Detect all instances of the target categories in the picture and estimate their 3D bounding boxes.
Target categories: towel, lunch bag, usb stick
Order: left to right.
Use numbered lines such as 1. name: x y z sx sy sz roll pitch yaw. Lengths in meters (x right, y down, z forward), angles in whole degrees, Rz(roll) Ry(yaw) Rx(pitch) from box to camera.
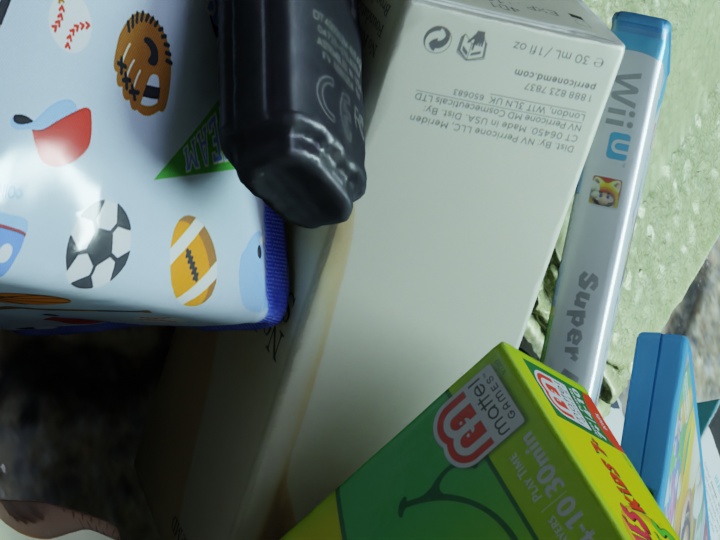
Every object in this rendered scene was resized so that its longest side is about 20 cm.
1. lunch bag: -0.105 -0.089 0.762 0.170 0.124 0.200 12 78 -60
2. usb stick: -0.020 -0.108 0.774 0.055 0.033 0.200 49 33 -56
3. towel: 0.094 -0.061 1.013 0.200 0.036 0.148 -57 136 -31

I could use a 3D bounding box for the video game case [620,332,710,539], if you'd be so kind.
1. video game case: 0.082 0.139 0.841 0.143 0.018 0.200 75 24 -57

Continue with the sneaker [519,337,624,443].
1. sneaker: 0.030 0.038 1.028 0.130 0.079 0.199 -22 118 -46

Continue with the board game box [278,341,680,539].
1. board game box: 0.001 0.125 0.775 0.048 0.200 0.102 29 24 -50

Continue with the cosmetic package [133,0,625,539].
1. cosmetic package: 0.000 0.000 0.838 0.105 0.071 0.200 -126 -130 -61

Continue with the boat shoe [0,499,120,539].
1. boat shoe: -0.123 0.090 0.722 0.202 0.075 0.075 23 67 -58

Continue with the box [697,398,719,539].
1. box: 0.114 0.138 1.169 0.200 0.049 0.082 -51 125 -55

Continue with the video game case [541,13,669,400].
1. video game case: 0.068 0.027 0.879 0.143 0.018 0.200 13 89 -83
